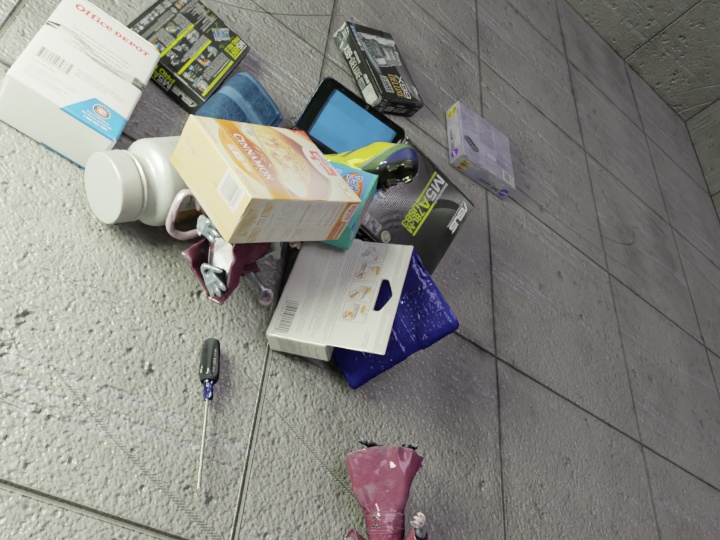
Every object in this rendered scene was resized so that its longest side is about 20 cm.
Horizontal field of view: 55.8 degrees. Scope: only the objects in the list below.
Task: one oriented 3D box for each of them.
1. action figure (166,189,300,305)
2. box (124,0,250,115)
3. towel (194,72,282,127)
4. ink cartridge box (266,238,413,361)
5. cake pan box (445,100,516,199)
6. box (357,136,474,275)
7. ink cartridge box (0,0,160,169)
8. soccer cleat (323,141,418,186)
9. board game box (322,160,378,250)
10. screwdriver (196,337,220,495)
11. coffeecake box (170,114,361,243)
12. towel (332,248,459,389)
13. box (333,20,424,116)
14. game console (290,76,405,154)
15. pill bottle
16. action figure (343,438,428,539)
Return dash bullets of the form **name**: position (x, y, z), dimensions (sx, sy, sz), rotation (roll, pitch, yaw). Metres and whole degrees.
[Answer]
- **action figure**: position (-0.169, -0.033, 0.942), dimensions (0.148, 0.135, 0.200), rotation (36, 22, 6)
- **box**: position (-0.287, -0.367, 1.120), dimensions (0.160, 0.044, 0.202), rotation (40, 42, -18)
- **towel**: position (-0.199, -0.241, 1.102), dimensions (0.112, 0.048, 0.201), rotation (52, 38, -23)
- **ink cartridge box**: position (-0.025, 0.039, 1.001), dimensions (0.173, 0.045, 0.202), rotation (9, 52, 13)
- **cake pan box**: position (0.295, -0.291, 1.651), dimensions (0.198, 0.052, 0.187), rotation (25, 49, -31)
- **box**: position (0.091, -0.105, 1.243), dimensions (0.193, 0.047, 0.201), rotation (41, 70, -17)
- **ink cartridge box**: position (-0.375, -0.256, 0.919), dimensions (0.144, 0.084, 0.202), rotation (32, 44, -25)
- **soccer cleat**: position (0.002, -0.185, 1.173), dimensions (0.196, 0.065, 0.085), rotation (-3, 49, -5)
- **board game box**: position (-0.086, -0.122, 1.074), dimensions (0.197, 0.045, 0.153), rotation (18, 43, 8)
- **screwdriver**: position (-0.191, 0.178, 0.848), dimensions (0.029, 0.027, 0.203), rotation (49, 31, -55)
- **coffeecake box**: position (-0.118, -0.115, 0.881), dimensions (0.198, 0.073, 0.154), rotation (-5, 49, -51)
- **towel**: position (0.035, 0.074, 1.055), dimensions (0.198, 0.050, 0.149), rotation (-29, 78, -9)
- **box**: position (0.042, -0.440, 1.499), dimensions (0.156, 0.050, 0.203), rotation (-6, 67, -47)
- **game console**: position (-0.024, -0.208, 1.215), dimensions (0.198, 0.118, 0.173), rotation (28, 46, -28)
- **pill bottle**: position (-0.259, -0.121, 0.918), dimensions (0.199, 0.114, 0.116), rotation (-18, 76, -49)
- **action figure**: position (0.027, 0.338, 0.926), dimensions (0.149, 0.131, 0.204), rotation (70, 19, -68)
